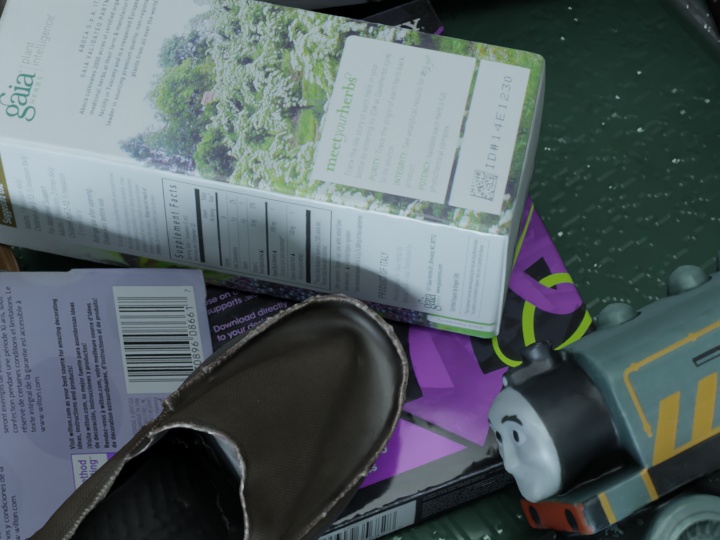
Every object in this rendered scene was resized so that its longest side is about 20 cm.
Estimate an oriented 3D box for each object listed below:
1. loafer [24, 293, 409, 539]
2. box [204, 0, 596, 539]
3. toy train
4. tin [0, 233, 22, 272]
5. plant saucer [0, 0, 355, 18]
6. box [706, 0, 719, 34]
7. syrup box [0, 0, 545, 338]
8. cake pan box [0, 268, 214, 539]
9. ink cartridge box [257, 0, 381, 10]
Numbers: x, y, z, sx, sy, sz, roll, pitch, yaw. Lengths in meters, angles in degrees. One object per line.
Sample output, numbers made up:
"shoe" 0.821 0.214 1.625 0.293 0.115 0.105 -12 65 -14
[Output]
"loafer" -0.044 0.073 0.763 0.073 0.071 0.200 46 55 -2
"box" 0.000 0.000 0.885 0.143 0.036 0.200 -20 64 -11
"toy train" 0.140 0.048 0.822 0.200 0.085 0.114 -25 93 -16
"tin" -0.185 0.060 0.850 0.112 0.042 0.200 4 63 5
"plant saucer" -0.090 -0.158 0.966 0.200 0.032 0.201 1 64 -2
"box" 0.233 -0.146 0.873 0.164 0.200 0.166 -13 63 -8
"syrup box" -0.038 -0.044 0.842 0.200 0.081 0.079 10 62 6
"cake pan box" -0.133 0.090 0.789 0.184 0.052 0.200 -1 68 -25
"ink cartridge box" 0.026 -0.176 0.886 0.200 0.147 0.083 -9 66 -17
